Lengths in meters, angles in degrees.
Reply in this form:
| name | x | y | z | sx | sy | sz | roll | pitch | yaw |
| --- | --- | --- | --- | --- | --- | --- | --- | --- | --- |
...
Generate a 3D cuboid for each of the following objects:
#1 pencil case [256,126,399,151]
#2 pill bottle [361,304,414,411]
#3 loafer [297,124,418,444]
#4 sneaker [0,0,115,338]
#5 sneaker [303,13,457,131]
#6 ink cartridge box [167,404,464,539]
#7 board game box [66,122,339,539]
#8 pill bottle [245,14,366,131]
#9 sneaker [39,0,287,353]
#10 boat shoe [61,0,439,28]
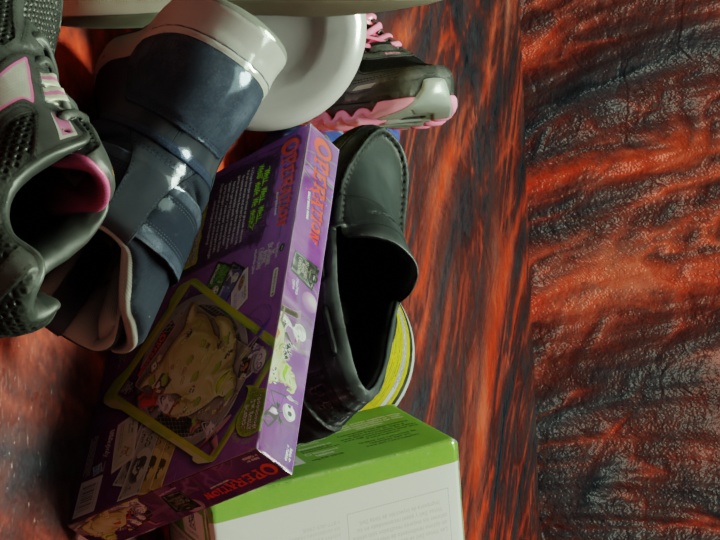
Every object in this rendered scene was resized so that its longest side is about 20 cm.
| name | x | y | z | sx | sy | sz | roll | pitch | yaw |
| --- | --- | --- | --- | --- | --- | --- | --- | --- | --- |
| pencil case | -0.025 | -0.068 | 1.223 | 0.078 | 0.087 | 0.200 | -59 | 180 | 22 |
| pill bottle | -0.039 | 0.035 | 1.051 | 0.200 | 0.112 | 0.113 | 43 | 46 | -74 |
| loafer | 0.000 | 0.000 | 0.916 | 0.068 | 0.070 | 0.201 | 48 | 39 | -30 |
| sneaker | -0.129 | -0.041 | 0.680 | 0.080 | 0.086 | 0.200 | 77 | 15 | -49 |
| sneaker | -0.012 | -0.132 | 1.108 | 0.200 | 0.079 | 0.096 | 15 | -77 | 56 |
| ink cartridge box | -0.020 | 0.191 | 1.007 | 0.076 | 0.148 | 0.200 | 24 | -58 | 61 |
| board game box | -0.072 | 0.028 | 0.880 | 0.032 | 0.120 | 0.200 | 38 | 41 | -30 |
| pill bottle | -0.054 | -0.134 | 0.983 | 0.200 | 0.104 | 0.104 | -109 | -166 | -79 |
| sneaker | -0.109 | -0.034 | 0.827 | 0.146 | 0.077 | 0.202 | -63 | -171 | -14 |
| boat shoe | -0.047 | -0.146 | 0.844 | 0.072 | 0.200 | 0.060 | -177 | -97 | -83 |
